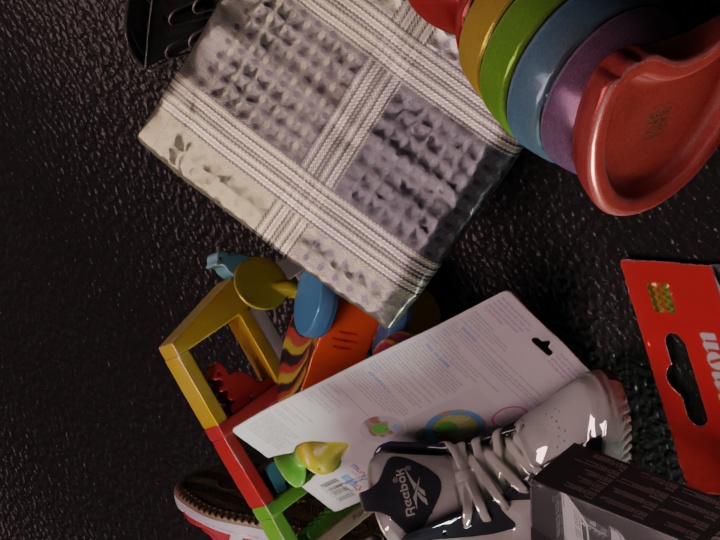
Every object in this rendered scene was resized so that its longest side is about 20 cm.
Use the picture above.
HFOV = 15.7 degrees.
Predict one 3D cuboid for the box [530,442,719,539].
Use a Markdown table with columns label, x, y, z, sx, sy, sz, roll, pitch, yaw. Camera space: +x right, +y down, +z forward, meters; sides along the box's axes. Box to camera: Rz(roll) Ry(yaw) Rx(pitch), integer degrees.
| label | x | y | z | sx | sy | sz | roll | pitch | yaw |
| --- | --- | --- | --- | --- | --- | --- | --- | --- | --- |
| box | 0.190 | 0.203 | 1.475 | 0.199 | 0.050 | 0.159 | 20 | 128 | 33 |

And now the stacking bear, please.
| label | x | y | z | sx | sy | sz | roll | pitch | yaw |
| --- | --- | --- | --- | --- | --- | --- | --- | --- | --- |
| stacking bear | 0.098 | -0.130 | 1.386 | 0.200 | 0.121 | 0.114 | 44 | 138 | 33 |

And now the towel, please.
| label | x | y | z | sx | sy | sz | roll | pitch | yaw |
| --- | --- | --- | --- | --- | --- | --- | --- | --- | --- |
| towel | -0.007 | -0.097 | 1.503 | 0.199 | 0.035 | 0.193 | 37 | 111 | 7 |

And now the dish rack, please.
| label | x | y | z | sx | sy | sz | roll | pitch | yaw |
| --- | --- | --- | --- | --- | --- | --- | --- | --- | --- |
| dish rack | -0.066 | -0.147 | 1.591 | 0.200 | 0.054 | 0.154 | 47 | 145 | 31 |

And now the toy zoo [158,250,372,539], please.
| label | x | y | z | sx | sy | sz | roll | pitch | yaw |
| --- | --- | --- | --- | --- | --- | --- | --- | --- | --- |
| toy zoo | -0.048 | 0.077 | 1.706 | 0.020 | 0.131 | 0.201 | -19 | 103 | 55 |

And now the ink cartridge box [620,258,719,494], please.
| label | x | y | z | sx | sy | sz | roll | pitch | yaw |
| --- | --- | --- | --- | --- | --- | --- | --- | --- | --- |
| ink cartridge box | 0.226 | 0.077 | 1.443 | 0.199 | 0.050 | 0.163 | 4 | 120 | 46 |

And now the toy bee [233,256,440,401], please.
| label | x | y | z | sx | sy | sz | roll | pitch | yaw |
| --- | --- | --- | --- | --- | --- | --- | --- | --- | --- |
| toy bee | 0.000 | 0.000 | 1.622 | 0.130 | 0.109 | 0.200 | 30 | 119 | -31 |

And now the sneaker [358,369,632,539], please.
| label | x | y | z | sx | sy | sz | roll | pitch | yaw |
| --- | --- | --- | --- | --- | --- | --- | --- | --- | --- |
| sneaker | 0.069 | 0.126 | 1.559 | 0.199 | 0.129 | 0.080 | -49 | 45 | 49 |

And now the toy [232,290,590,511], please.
| label | x | y | z | sx | sy | sz | roll | pitch | yaw |
| --- | --- | --- | --- | --- | --- | --- | --- | --- | --- |
| toy | 0.033 | 0.070 | 1.588 | 0.199 | 0.047 | 0.115 | -29 | 135 | 20 |

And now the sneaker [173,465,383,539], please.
| label | x | y | z | sx | sy | sz | roll | pitch | yaw |
| --- | --- | --- | --- | --- | --- | --- | --- | --- | --- |
| sneaker | -0.052 | 0.212 | 1.877 | 0.199 | 0.071 | 0.113 | 16 | 126 | 41 |
